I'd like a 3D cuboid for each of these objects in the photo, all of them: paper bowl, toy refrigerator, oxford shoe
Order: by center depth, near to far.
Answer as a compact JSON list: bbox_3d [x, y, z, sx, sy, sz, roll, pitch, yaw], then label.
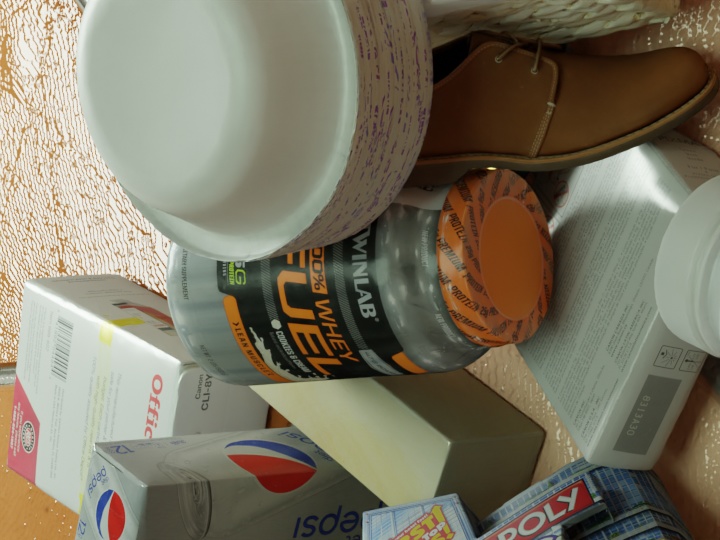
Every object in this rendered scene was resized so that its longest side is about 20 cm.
[{"bbox_3d":[-0.068,-0.104,1.184,0.200,0.104,0.201,11,107,41],"label":"paper bowl"},{"bbox_3d":[0.089,-0.096,1.205,0.071,0.199,0.071,-93,-8,-60],"label":"oxford shoe"},{"bbox_3d":[0.013,0.082,1.383,0.200,0.076,0.070,37,120,43],"label":"toy refrigerator"}]

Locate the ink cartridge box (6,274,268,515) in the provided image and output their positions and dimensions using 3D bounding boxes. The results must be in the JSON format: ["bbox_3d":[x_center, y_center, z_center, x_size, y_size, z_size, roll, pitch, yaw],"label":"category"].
[{"bbox_3d":[-0.156,0.100,1.584,0.200,0.083,0.146,25,111,48],"label":"ink cartridge box"}]

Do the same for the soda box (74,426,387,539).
[{"bbox_3d":[-0.070,0.140,1.389,0.063,0.200,0.068,31,114,46],"label":"soda box"}]

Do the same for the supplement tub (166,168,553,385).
[{"bbox_3d":[0.000,0.000,1.288,0.200,0.122,0.123,-7,86,35],"label":"supplement tub"}]

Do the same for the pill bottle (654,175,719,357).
[{"bbox_3d":[0.239,0.022,1.067,0.200,0.120,0.120,25,111,48],"label":"pill bottle"}]

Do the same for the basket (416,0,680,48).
[{"bbox_3d":[0.064,-0.192,1.220,0.200,0.123,0.136,-6,78,40],"label":"basket"}]

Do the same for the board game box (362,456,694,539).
[{"bbox_3d":[0.077,0.172,1.214,0.200,0.062,0.200,-35,30,6],"label":"board game box"}]

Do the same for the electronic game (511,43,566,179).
[{"bbox_3d":[0.051,-0.125,1.343,0.200,0.042,0.201,-3,86,54],"label":"electronic game"}]

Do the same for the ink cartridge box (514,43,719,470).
[{"bbox_3d":[0.137,-0.012,1.263,0.200,0.050,0.161,-117,42,-55],"label":"ink cartridge box"}]
